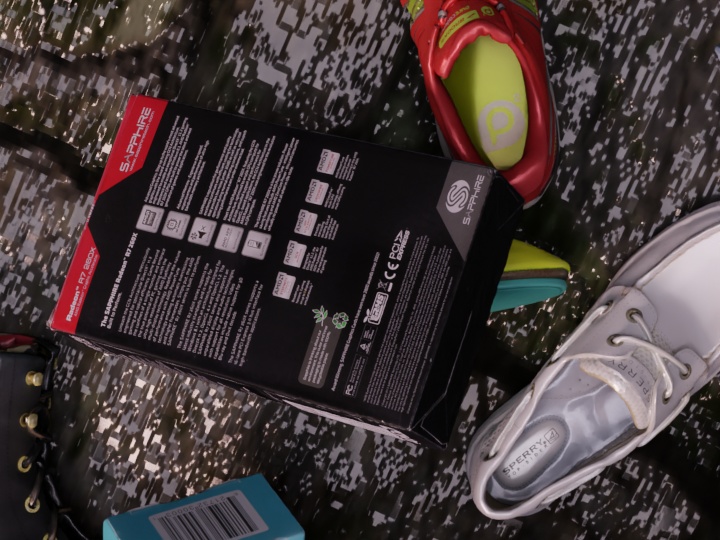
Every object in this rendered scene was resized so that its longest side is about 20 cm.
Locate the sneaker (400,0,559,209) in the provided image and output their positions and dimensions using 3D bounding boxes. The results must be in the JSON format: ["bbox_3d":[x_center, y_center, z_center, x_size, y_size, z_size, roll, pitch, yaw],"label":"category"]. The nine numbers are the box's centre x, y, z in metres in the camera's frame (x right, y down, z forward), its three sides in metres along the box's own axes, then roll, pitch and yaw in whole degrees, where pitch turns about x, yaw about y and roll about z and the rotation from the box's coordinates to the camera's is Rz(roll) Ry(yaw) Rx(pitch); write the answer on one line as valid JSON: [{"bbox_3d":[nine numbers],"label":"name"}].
[{"bbox_3d":[0.053,-0.125,0.824,0.077,0.085,0.200,-19,98,7],"label":"sneaker"}]

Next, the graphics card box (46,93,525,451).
[{"bbox_3d":[-0.036,-0.003,0.818,0.200,0.051,0.126,13,78,28],"label":"graphics card box"}]

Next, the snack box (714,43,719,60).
[{"bbox_3d":[0.294,-0.083,0.816,0.200,0.068,0.169,-32,95,12],"label":"snack box"}]

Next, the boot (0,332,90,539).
[{"bbox_3d":[-0.160,0.116,0.894,0.203,0.073,0.154,10,97,3],"label":"boot"}]

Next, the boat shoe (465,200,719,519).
[{"bbox_3d":[0.130,0.051,0.853,0.071,0.069,0.200,41,100,0],"label":"boat shoe"}]

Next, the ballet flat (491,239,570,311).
[{"bbox_3d":[0.000,0.000,0.865,0.200,0.067,0.067,-14,76,10],"label":"ballet flat"}]

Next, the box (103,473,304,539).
[{"bbox_3d":[-0.077,0.198,0.848,0.082,0.049,0.200,-14,127,-26],"label":"box"}]
